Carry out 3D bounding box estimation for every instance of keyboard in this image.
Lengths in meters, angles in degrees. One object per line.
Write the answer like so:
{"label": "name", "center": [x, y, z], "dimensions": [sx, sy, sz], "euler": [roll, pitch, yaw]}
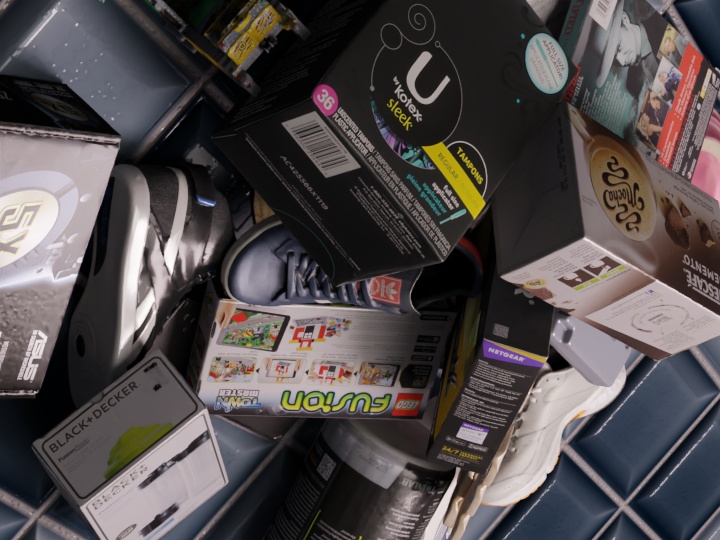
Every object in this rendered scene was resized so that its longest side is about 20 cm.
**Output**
{"label": "keyboard", "center": [-0.090, 0.062, 1.379], "dimensions": [0.127, 0.021, 0.200], "euler": [-48, 139, 7]}

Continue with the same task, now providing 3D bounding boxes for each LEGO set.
{"label": "LEGO set", "center": [-0.073, -0.214, 1.119], "dimensions": [0.200, 0.116, 0.154], "euler": [-43, 138, -8]}

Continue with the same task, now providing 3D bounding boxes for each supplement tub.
{"label": "supplement tub", "center": [-0.011, 0.222, 1.483], "dimensions": [0.122, 0.122, 0.201], "euler": [15, 109, -45]}

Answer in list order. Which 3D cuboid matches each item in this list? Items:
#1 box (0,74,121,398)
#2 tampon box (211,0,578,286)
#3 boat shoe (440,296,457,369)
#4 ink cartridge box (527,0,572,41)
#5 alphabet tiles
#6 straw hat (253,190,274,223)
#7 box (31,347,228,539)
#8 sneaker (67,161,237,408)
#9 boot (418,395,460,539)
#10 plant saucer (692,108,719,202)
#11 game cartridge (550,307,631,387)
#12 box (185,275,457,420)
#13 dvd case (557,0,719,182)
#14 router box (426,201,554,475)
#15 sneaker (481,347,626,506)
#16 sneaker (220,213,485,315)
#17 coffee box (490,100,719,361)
{"label": "box", "center": [-0.269, -0.022, 1.114], "dimensions": [0.163, 0.086, 0.202], "euler": [4, 116, -43]}
{"label": "tampon box", "center": [0.026, -0.117, 1.185], "dimensions": [0.150, 0.126, 0.201], "euler": [49, 58, -21]}
{"label": "boat shoe", "center": [0.062, 0.043, 1.458], "dimensions": [0.198, 0.067, 0.074], "euler": [0, 129, -38]}
{"label": "ink cartridge box", "center": [0.150, -0.171, 1.366], "dimensions": [0.145, 0.084, 0.201], "euler": [-35, 136, -16]}
{"label": "alphabet tiles", "center": [0.114, 0.124, 1.427], "dimensions": [0.196, 0.014, 0.201], "euler": [-66, 179, -47]}
{"label": "straw hat", "center": [0.022, -0.058, 1.337], "dimensions": [0.199, 0.085, 0.203], "euler": [-22, 132, -27]}
{"label": "box", "center": [-0.167, 0.145, 1.282], "dimensions": [0.116, 0.060, 0.200], "euler": [-37, 162, -14]}
{"label": "sneaker", "center": [-0.144, 0.018, 1.259], "dimensions": [0.111, 0.073, 0.202], "euler": [-4, 120, -37]}
{"label": "boot", "center": [0.065, 0.202, 1.588], "dimensions": [0.202, 0.072, 0.090], "euler": [-66, 160, 10]}
{"label": "plant saucer", "center": [0.270, -0.064, 1.572], "dimensions": [0.199, 0.051, 0.202], "euler": [-21, 131, -27]}
{"label": "game cartridge", "center": [0.208, -0.015, 1.397], "dimensions": [0.133, 0.040, 0.202], "euler": [40, 68, -48]}
{"label": "box", "center": [-0.032, 0.063, 1.346], "dimensions": [0.198, 0.035, 0.111], "euler": [4, 122, -22]}
{"label": "dvd case", "center": [0.210, -0.129, 1.327], "dimensions": [0.199, 0.022, 0.148], "euler": [30, 74, -47]}
{"label": "router box", "center": [0.108, 0.031, 1.327], "dimensions": [0.052, 0.201, 0.158], "euler": [17, 138, -3]}
{"label": "sneaker", "center": [0.160, 0.127, 1.608], "dimensions": [0.200, 0.075, 0.092], "euler": [-48, 131, -15]}
{"label": "sneaker", "center": [0.000, 0.000, 1.253], "dimensions": [0.198, 0.085, 0.076], "euler": [-10, 125, -17]}
{"label": "coffee box", "center": [0.186, -0.024, 1.255], "dimensions": [0.079, 0.114, 0.199], "euler": [-26, 143, 35]}
